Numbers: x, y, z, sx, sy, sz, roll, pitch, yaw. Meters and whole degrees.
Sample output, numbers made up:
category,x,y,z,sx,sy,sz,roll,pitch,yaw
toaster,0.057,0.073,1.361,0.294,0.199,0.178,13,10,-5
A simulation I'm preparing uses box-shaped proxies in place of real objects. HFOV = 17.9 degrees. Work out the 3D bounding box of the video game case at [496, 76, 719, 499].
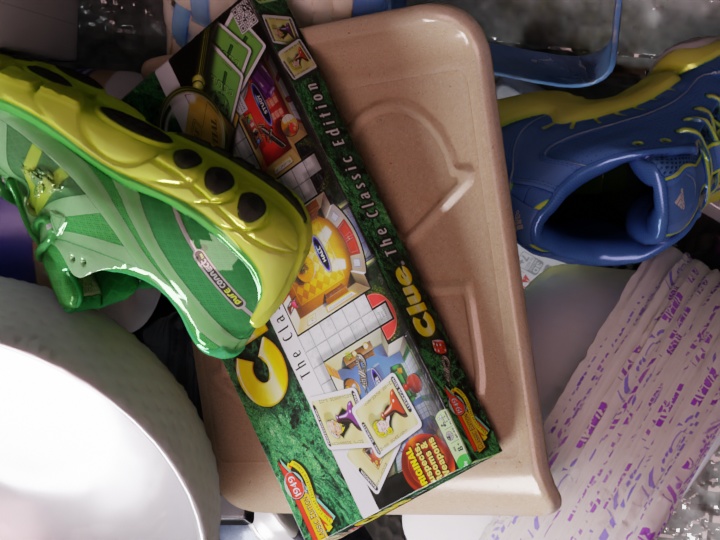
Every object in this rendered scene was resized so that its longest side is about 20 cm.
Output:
category,x,y,z,sx,sy,sz,roll,pitch,yaw
video game case,0.099,0.030,1.091,0.181,0.023,0.201,29,116,-3

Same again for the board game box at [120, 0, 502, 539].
category,x,y,z,sx,sy,sz,roll,pitch,yaw
board game box,-0.026,0.001,0.900,0.105,0.023,0.201,-34,78,46

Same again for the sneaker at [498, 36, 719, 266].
category,x,y,z,sx,sy,sz,roll,pitch,yaw
sneaker,0.133,-0.041,0.965,0.199,0.105,0.076,-17,119,-18

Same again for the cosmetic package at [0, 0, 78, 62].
category,x,y,z,sx,sy,sz,roll,pitch,yaw
cosmetic package,-0.190,-0.190,0.910,0.122,0.199,0.201,2,92,9

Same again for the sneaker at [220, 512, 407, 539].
category,x,y,z,sx,sy,sz,roll,pitch,yaw
sneaker,-0.022,0.169,1.147,0.202,0.077,0.146,37,129,-27

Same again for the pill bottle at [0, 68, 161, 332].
category,x,y,z,sx,sy,sz,roll,pitch,yaw
pill bottle,-0.189,-0.033,1.003,0.199,0.116,0.116,2,115,8

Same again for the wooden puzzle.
category,x,y,z,sx,sy,sz,roll,pitch,yaw
wooden puzzle,0.000,0.000,0.923,0.185,0.046,0.201,-5,99,44

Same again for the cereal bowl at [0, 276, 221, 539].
category,x,y,z,sx,sy,sz,roll,pitch,yaw
cereal bowl,-0.151,0.079,0.959,0.199,0.084,0.201,6,127,8

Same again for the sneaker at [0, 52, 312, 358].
category,x,y,z,sx,sy,sz,roll,pitch,yaw
sneaker,-0.113,-0.029,0.888,0.199,0.074,0.084,29,104,28

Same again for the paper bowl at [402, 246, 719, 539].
category,x,y,z,sx,sy,sz,roll,pitch,yaw
paper bowl,0.092,0.079,0.991,0.104,0.201,0.201,30,117,9

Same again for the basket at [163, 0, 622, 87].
category,x,y,z,sx,sy,sz,roll,pitch,yaw
basket,0.018,-0.142,0.941,0.199,0.140,0.177,11,149,2

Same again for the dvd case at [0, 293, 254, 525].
category,x,y,z,sx,sy,sz,roll,pitch,yaw
dvd case,-0.121,0.017,1.054,0.149,0.025,0.201,-1,76,7
